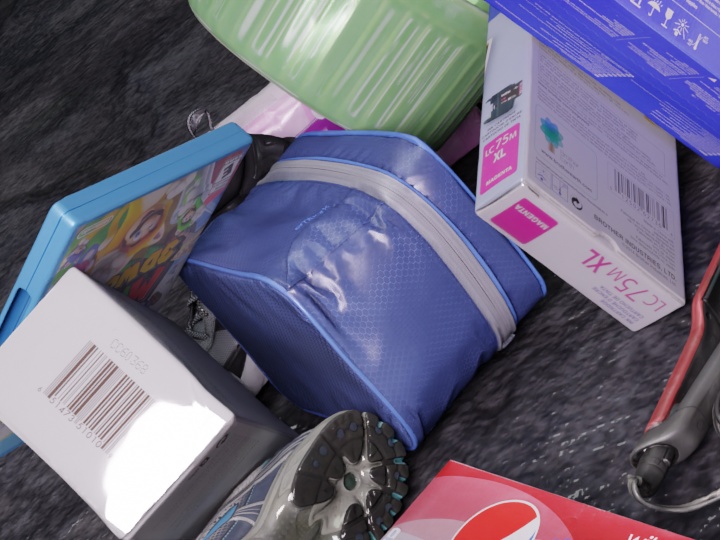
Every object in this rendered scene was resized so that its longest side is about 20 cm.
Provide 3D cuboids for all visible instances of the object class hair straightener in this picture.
[{"bbox_3d":[0.172,0.031,0.688,0.077,0.041,0.200,-10,32,47],"label":"hair straightener"}]

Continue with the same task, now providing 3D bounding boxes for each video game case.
[{"bbox_3d":[-0.140,0.018,0.811,0.143,0.018,0.200,-34,-18,-52],"label":"video game case"}]

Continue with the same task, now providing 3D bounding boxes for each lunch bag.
[{"bbox_3d":[0.000,0.000,0.874,0.132,0.136,0.200,-46,24,-16],"label":"lunch bag"}]

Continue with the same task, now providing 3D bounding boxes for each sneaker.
[{"bbox_3d":[-0.055,0.157,0.778,0.200,0.078,0.086,-46,12,-32],"label":"sneaker"},{"bbox_3d":[-0.100,-0.001,0.975,0.075,0.114,0.200,19,89,59],"label":"sneaker"}]

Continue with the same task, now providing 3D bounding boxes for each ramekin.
[{"bbox_3d":[-0.005,-0.154,0.920,0.098,0.200,0.200,-56,20,15],"label":"ramekin"}]

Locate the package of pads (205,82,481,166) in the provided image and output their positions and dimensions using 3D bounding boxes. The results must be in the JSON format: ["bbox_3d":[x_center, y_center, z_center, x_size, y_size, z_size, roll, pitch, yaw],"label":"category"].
[{"bbox_3d":[-0.020,-0.084,1.066,0.200,0.121,0.076,-39,22,-1],"label":"package of pads"}]

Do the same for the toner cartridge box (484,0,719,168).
[{"bbox_3d":[0.154,-0.111,0.770,0.095,0.200,0.043,13,76,59],"label":"toner cartridge box"}]

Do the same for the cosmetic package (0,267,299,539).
[{"bbox_3d":[-0.107,0.075,0.804,0.081,0.113,0.200,-48,-14,-3],"label":"cosmetic package"}]

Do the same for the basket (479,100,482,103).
[{"bbox_3d":[0.114,-0.213,1.075,0.149,0.143,0.200,-50,26,-21],"label":"basket"}]

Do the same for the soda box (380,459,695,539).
[{"bbox_3d":[0.087,0.133,0.600,0.063,0.070,0.200,-47,25,-19],"label":"soda box"}]

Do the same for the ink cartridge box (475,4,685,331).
[{"bbox_3d":[0.117,-0.078,0.819,0.042,0.119,0.200,-32,35,38],"label":"ink cartridge box"}]
